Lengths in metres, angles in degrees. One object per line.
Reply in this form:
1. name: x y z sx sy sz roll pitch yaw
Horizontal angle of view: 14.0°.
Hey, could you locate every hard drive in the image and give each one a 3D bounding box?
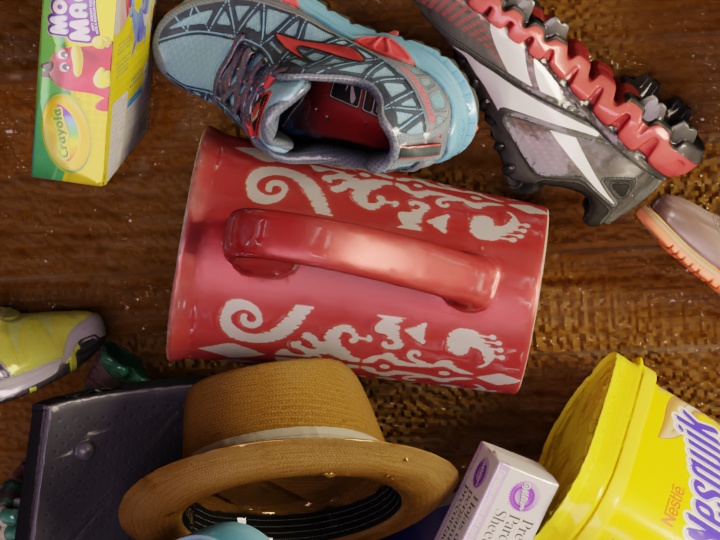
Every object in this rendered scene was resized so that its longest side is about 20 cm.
1. hard drive: -0.106 0.123 1.673 0.200 0.042 0.135 -2 108 -36

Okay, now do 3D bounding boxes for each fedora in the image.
1. fedora: -0.042 0.098 1.606 0.200 0.201 0.082 -12 69 11

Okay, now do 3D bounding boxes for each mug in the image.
1. mug: -0.002 0.010 1.628 0.200 0.178 0.134 10 112 -1

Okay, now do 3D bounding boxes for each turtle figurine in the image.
1. turtle figurine: -0.169 0.145 1.723 0.150 0.101 0.200 26 101 -49

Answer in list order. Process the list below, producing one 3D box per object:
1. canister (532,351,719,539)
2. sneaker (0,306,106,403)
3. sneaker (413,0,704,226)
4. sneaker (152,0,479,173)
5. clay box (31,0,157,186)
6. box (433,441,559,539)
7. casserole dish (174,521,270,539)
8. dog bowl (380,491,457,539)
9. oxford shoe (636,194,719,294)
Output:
1. canister: 0.199 0.154 1.661 0.200 0.149 0.087 32 127 -6
2. sneaker: -0.250 0.044 1.720 0.200 0.075 0.077 -11 96 4
3. sneaker: 0.092 -0.100 1.628 0.200 0.071 0.098 39 107 -8
4. sneaker: -0.039 -0.105 1.609 0.200 0.096 0.079 17 118 26
5. clay box: -0.143 -0.159 1.615 0.048 0.115 0.200 7 109 6
6. box: 0.046 0.194 1.613 0.041 0.039 0.200 23 98 -18
7. casserole dish: -0.078 0.204 1.603 0.121 0.039 0.200 47 137 0
8. dog bowl: 0.077 0.236 1.739 0.200 0.079 0.200 2 109 6
9. oxford shoe: 0.251 -0.003 1.649 0.200 0.071 0.073 26 100 -11
